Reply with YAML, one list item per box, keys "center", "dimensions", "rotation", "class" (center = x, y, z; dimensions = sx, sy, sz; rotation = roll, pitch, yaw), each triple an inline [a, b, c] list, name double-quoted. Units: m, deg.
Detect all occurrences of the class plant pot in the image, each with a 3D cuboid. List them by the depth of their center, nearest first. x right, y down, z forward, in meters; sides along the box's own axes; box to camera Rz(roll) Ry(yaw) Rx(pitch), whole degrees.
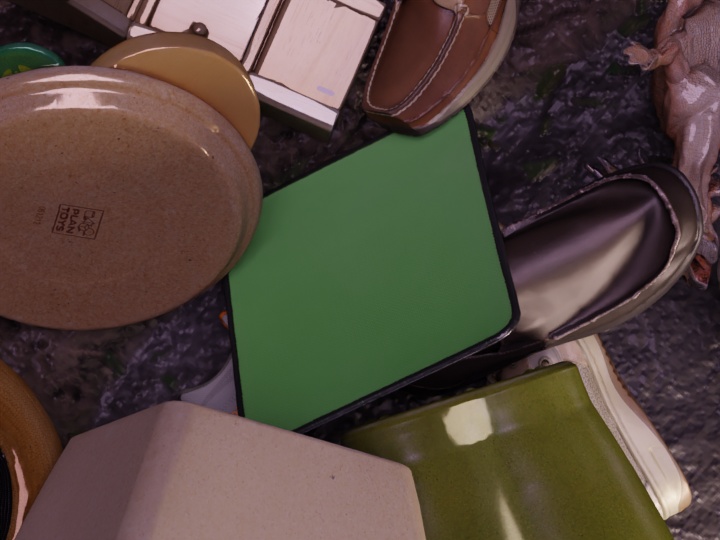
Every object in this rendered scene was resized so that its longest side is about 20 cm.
- center: [-0.074, 0.172, 1.318]
  dimensions: [0.199, 0.200, 0.177]
  rotation: [18, 70, -25]
  class: "plant pot"
- center: [0.077, 0.155, 1.398]
  dimensions: [0.200, 0.200, 0.193]
  rotation: [-18, 87, -5]
  class: "plant pot"

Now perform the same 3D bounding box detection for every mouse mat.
- center: [0.000, 0.000, 1.427]
  dimensions: [0.161, 0.200, 0.008]
  rotation: [-26, 127, 13]
  class: "mouse mat"

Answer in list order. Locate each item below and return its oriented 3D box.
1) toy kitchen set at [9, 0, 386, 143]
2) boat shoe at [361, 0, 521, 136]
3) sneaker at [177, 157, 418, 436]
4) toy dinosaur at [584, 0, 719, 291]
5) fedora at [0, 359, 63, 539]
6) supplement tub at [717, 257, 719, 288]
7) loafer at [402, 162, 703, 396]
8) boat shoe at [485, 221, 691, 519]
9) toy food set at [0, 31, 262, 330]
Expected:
- center: [-0.106, -0.117, 1.435]
  dimensions: [0.200, 0.180, 0.163]
  rotation: [23, 83, 0]
  class: "toy kitchen set"
- center: [0.052, -0.171, 1.492]
  dimensions: [0.074, 0.076, 0.200]
  rotation: [42, 69, -40]
  class: "boat shoe"
- center: [-0.025, 0.017, 1.479]
  dimensions: [0.079, 0.074, 0.200]
  rotation: [34, 82, 7]
  class: "sneaker"
- center: [0.184, -0.102, 1.497]
  dimensions: [0.086, 0.136, 0.200]
  rotation: [19, 52, 4]
  class: "toy dinosaur"
- center: [-0.250, 0.122, 1.378]
  dimensions: [0.200, 0.082, 0.201]
  rotation: [1, 87, -23]
  class: "fedora"
- center: [0.291, 0.058, 1.456]
  dimensions: [0.145, 0.145, 0.200]
  rotation: [-21, 85, -6]
  class: "supplement tub"
- center: [0.089, 0.012, 1.415]
  dimensions: [0.200, 0.071, 0.073]
  rotation: [-33, 81, 19]
  class: "loafer"
- center: [0.102, 0.061, 1.483]
  dimensions: [0.065, 0.072, 0.200]
  rotation: [-33, 92, -8]
  class: "boat shoe"
- center: [-0.151, -0.043, 1.429]
  dimensions: [0.197, 0.200, 0.049]
  rotation: [-2, 48, -4]
  class: "toy food set"
